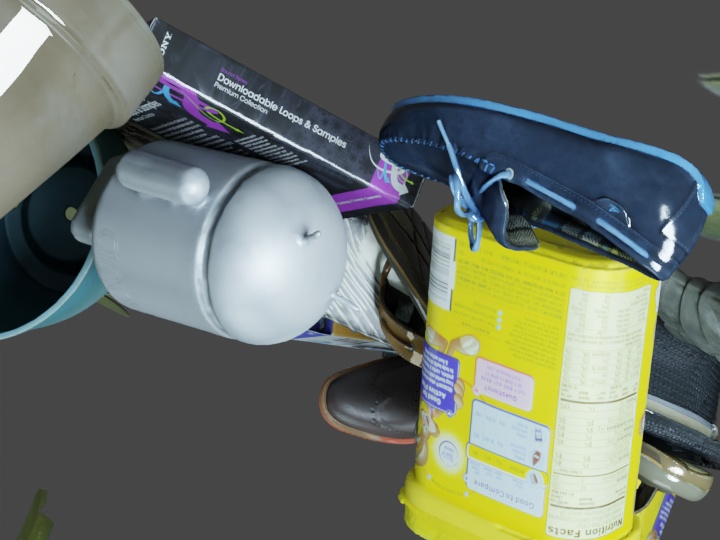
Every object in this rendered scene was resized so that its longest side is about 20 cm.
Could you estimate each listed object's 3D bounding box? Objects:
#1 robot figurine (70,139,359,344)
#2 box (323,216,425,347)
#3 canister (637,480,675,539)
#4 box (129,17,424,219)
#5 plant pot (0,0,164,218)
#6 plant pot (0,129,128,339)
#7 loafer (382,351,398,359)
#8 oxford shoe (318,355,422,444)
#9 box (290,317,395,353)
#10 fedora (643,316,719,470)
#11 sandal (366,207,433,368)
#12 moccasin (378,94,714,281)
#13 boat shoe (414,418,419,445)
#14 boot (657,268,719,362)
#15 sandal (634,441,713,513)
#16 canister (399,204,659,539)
[{"bbox_3d":[-0.090,-0.018,1.165,0.199,0.113,0.170,14,159,36],"label":"robot figurine"},{"bbox_3d":[0.000,0.000,1.309,0.199,0.083,0.068,22,-176,-3],"label":"box"},{"bbox_3d":[0.209,0.196,1.525,0.086,0.201,0.149,23,169,-1],"label":"canister"},{"bbox_3d":[-0.072,-0.092,1.173,0.199,0.036,0.143,26,168,-21],"label":"box"},{"bbox_3d":[-0.237,-0.100,1.024,0.199,0.174,0.200,30,165,9],"label":"plant pot"},{"bbox_3d":[-0.247,-0.048,1.379,0.199,0.201,0.188,20,-176,15],"label":"plant pot"},{"bbox_3d":[0.102,0.106,1.559,0.200,0.072,0.063,37,129,18],"label":"loafer"},{"bbox_3d":[0.068,0.095,1.435,0.199,0.072,0.073,-2,166,-10],"label":"oxford shoe"},{"bbox_3d":[0.033,0.045,1.457,0.199,0.042,0.119,10,173,-18],"label":"box"},{"bbox_3d":[0.183,0.064,1.228,0.199,0.092,0.201,20,174,2],"label":"fedora"},{"bbox_3d":[0.045,0.041,1.246,0.201,0.054,0.082,63,-165,-18],"label":"sandal"},{"bbox_3d":[0.086,-0.045,0.976,0.199,0.069,0.080,15,167,38],"label":"moccasin"},{"bbox_3d":[0.114,0.093,1.348,0.200,0.072,0.060,-20,-154,-32],"label":"boat shoe"},{"bbox_3d":[0.215,0.025,1.067,0.130,0.068,0.200,24,169,27],"label":"boot"},{"bbox_3d":[0.172,0.142,1.245,0.080,0.054,0.200,22,174,-15],"label":"sandal"},{"bbox_3d":[0.102,0.070,1.090,0.148,0.201,0.086,19,-155,38],"label":"canister"}]
